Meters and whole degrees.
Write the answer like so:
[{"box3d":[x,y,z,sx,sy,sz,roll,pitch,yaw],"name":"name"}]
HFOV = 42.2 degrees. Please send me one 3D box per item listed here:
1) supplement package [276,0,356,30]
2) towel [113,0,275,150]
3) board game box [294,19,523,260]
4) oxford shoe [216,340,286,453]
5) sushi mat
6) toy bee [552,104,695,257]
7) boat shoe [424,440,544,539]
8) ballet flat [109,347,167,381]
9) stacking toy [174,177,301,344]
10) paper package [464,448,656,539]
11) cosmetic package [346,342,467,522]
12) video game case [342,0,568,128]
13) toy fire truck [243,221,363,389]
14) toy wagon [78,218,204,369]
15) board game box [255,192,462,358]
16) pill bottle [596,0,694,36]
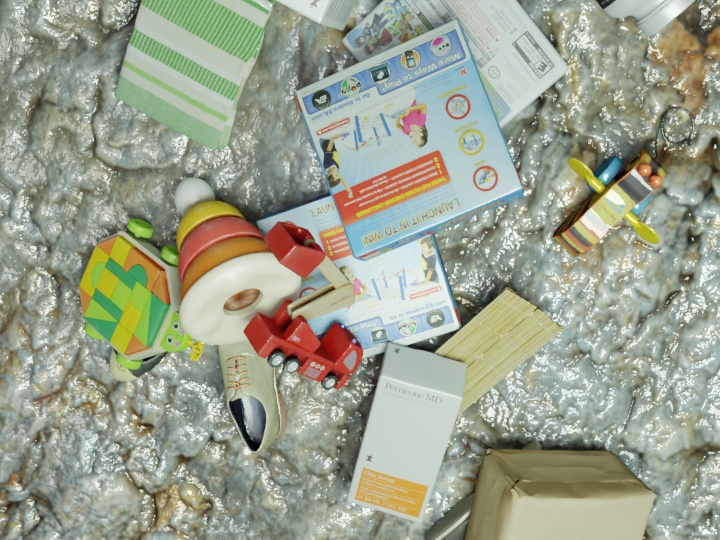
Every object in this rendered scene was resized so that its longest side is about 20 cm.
[{"box3d":[-0.062,-0.358,0.976,0.150,0.200,0.152,27,104,-1],"name":"supplement package"},{"box3d":[-0.192,-0.253,1.074,0.151,0.023,0.202,28,123,1],"name":"towel"},{"box3d":[0.054,-0.140,1.026,0.197,0.056,0.199,-21,83,9],"name":"board game box"},{"box3d":[-0.139,0.125,1.148,0.070,0.074,0.203,-17,96,12],"name":"oxford shoe"},{"box3d":[0.140,0.104,1.111,0.095,0.012,0.200,35,118,-21],"name":"sushi mat"},{"box3d":[0.292,-0.098,1.041,0.129,0.109,0.203,21,103,3],"name":"toy bee"},{"box3d":[0.165,0.297,1.158,0.200,0.067,0.057,-43,90,9],"name":"boat shoe"},{"box3d":[-0.250,0.066,1.156,0.066,0.057,0.200,44,107,-3],"name":"ballet flat"},{"box3d":[-0.165,-0.030,1.083,0.145,0.146,0.202,-36,57,12],"name":"stacking toy"},{"box3d":[0.225,0.320,1.098,0.187,0.104,0.203,4,110,-16],"name":"paper package"},{"box3d":[0.054,0.196,1.118,0.100,0.072,0.203,14,120,3],"name":"cosmetic package"},{"box3d":[0.108,-0.249,1.073,0.182,0.022,0.201,-40,96,12],"name":"video game case"},{"box3d":[-0.052,0.045,1.026,0.199,0.049,0.142,29,104,-44],"name":"toy fire truck"},{"box3d":[-0.261,0.039,1.122,0.199,0.039,0.157,34,105,30],"name":"toy wagon"},{"box3d":[0.000,0.000,1.118,0.197,0.056,0.199,-17,99,9],"name":"board game box"},{"box3d":[0.272,-0.351,0.987,0.112,0.113,0.201,-40,95,12],"name":"pill bottle"}]
